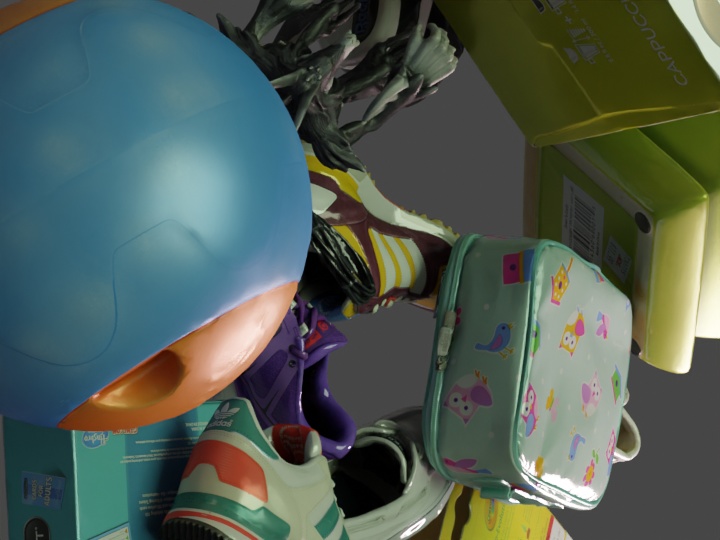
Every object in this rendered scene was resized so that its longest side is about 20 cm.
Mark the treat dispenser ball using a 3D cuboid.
[{"bbox_3d":[-0.122,-0.027,0.968,0.201,0.200,0.202,15,73,-57],"label":"treat dispenser ball"}]

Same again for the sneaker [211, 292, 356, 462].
[{"bbox_3d":[-0.052,0.021,1.189,0.081,0.083,0.201,-53,128,-49],"label":"sneaker"}]

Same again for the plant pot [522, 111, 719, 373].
[{"bbox_3d":[0.221,-0.063,1.455,0.181,0.199,0.200,-28,141,-22],"label":"plant pot"}]

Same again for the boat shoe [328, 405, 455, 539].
[{"bbox_3d":[0.012,0.125,1.271,0.200,0.073,0.065,-43,163,-54],"label":"boat shoe"}]

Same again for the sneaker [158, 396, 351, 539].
[{"bbox_3d":[-0.027,0.136,1.134,0.200,0.070,0.094,40,57,-47],"label":"sneaker"}]

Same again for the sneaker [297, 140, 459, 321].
[{"bbox_3d":[0.000,0.000,1.297,0.200,0.075,0.090,35,58,-42],"label":"sneaker"}]

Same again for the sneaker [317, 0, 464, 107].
[{"bbox_3d":[0.031,-0.203,1.386,0.112,0.073,0.201,39,61,-54],"label":"sneaker"}]

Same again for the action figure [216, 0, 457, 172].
[{"bbox_3d":[-0.016,-0.126,1.203,0.119,0.102,0.200,41,14,-4],"label":"action figure"}]

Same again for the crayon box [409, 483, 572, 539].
[{"bbox_3d":[0.085,0.201,1.418,0.200,0.051,0.127,52,43,-42],"label":"crayon box"}]

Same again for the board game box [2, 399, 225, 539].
[{"bbox_3d":[-0.116,0.169,1.094,0.151,0.047,0.201,3,82,-59],"label":"board game box"}]

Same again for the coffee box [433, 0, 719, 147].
[{"bbox_3d":[0.167,-0.219,1.292,0.198,0.200,0.200,-45,110,-27],"label":"coffee box"}]

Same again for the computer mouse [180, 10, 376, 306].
[{"bbox_3d":[-0.058,-0.059,1.193,0.200,0.034,0.059,55,12,-6],"label":"computer mouse"}]

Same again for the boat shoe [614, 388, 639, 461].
[{"bbox_3d":[0.147,0.080,1.491,0.202,0.086,0.075,52,44,-42],"label":"boat shoe"}]

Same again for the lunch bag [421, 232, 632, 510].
[{"bbox_3d":[0.104,0.070,1.328,0.200,0.077,0.161,31,68,-61],"label":"lunch bag"}]
